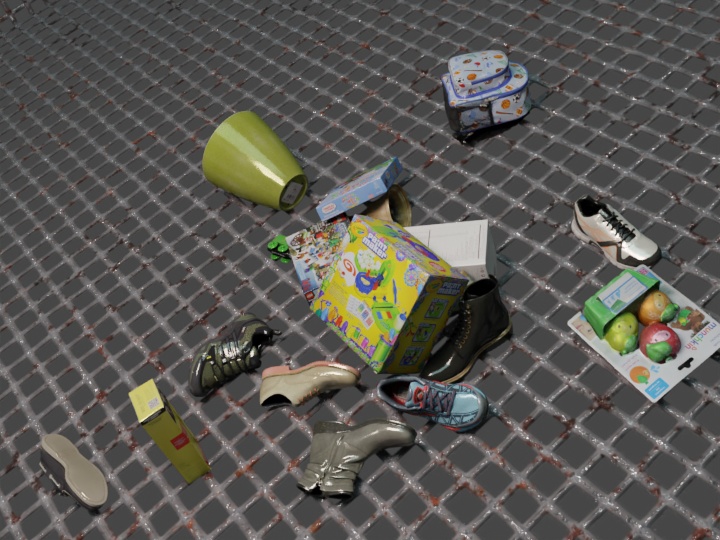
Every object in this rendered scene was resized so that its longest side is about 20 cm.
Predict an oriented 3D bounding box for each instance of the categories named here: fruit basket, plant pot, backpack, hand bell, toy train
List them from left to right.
[{"bbox_3d":[-0.216,-0.222,2.030,0.199,0.188,0.187,36,67,25],"label":"plant pot"},{"bbox_3d":[-0.109,-0.031,1.888,0.198,0.042,0.056,18,46,34],"label":"toy train"},{"bbox_3d":[-0.003,-0.106,1.900,0.198,0.105,0.105,-12,44,28],"label":"hand bell"},{"bbox_3d":[0.278,-0.395,2.007,0.187,0.156,0.202,-7,42,1],"label":"backpack"},{"bbox_3d":[0.473,0.093,1.505,0.184,0.094,0.200,-35,49,-13],"label":"fruit basket"}]

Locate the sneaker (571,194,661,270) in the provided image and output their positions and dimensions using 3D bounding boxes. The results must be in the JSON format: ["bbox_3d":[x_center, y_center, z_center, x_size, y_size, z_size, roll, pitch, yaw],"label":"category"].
[{"bbox_3d":[0.461,-0.069,1.672,0.073,0.081,0.199,-38,48,-18],"label":"sneaker"}]

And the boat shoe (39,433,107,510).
[{"bbox_3d":[-0.525,0.379,1.665,0.199,0.072,0.063,36,110,35],"label":"boat shoe"}]

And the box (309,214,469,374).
[{"bbox_3d":[0.046,0.041,1.578,0.200,0.121,0.194,41,112,37],"label":"box"}]

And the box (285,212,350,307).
[{"bbox_3d":[-0.063,-0.026,1.784,0.135,0.038,0.201,-25,37,0],"label":"box"}]

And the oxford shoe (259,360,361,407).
[{"bbox_3d":[-0.091,0.212,1.636,0.197,0.071,0.075,-11,49,26],"label":"oxford shoe"}]

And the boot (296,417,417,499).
[{"bbox_3d":[-0.005,0.317,1.509,0.197,0.068,0.132,-7,51,26],"label":"boot"}]

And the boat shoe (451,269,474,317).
[{"bbox_3d":[0.117,0.064,1.652,0.198,0.077,0.072,-30,1,11],"label":"boat shoe"}]

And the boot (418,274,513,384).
[{"bbox_3d":[0.169,0.103,1.580,0.199,0.139,0.077,-40,47,-16],"label":"boot"}]

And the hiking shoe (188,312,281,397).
[{"bbox_3d":[-0.240,0.164,1.728,0.100,0.076,0.200,18,56,38],"label":"hiking shoe"}]

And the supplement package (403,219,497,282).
[{"bbox_3d":[0.149,-0.011,1.715,0.197,0.110,0.115,-4,48,18],"label":"supplement package"}]

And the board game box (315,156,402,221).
[{"bbox_3d":[0.001,-0.170,1.887,0.150,0.037,0.200,-24,13,18],"label":"board game box"}]

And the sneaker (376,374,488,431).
[{"bbox_3d":[0.112,0.218,1.514,0.197,0.095,0.081,4,81,31],"label":"sneaker"}]

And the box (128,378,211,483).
[{"bbox_3d":[-0.324,0.278,1.564,0.050,0.201,0.075,-30,43,-8],"label":"box"}]
